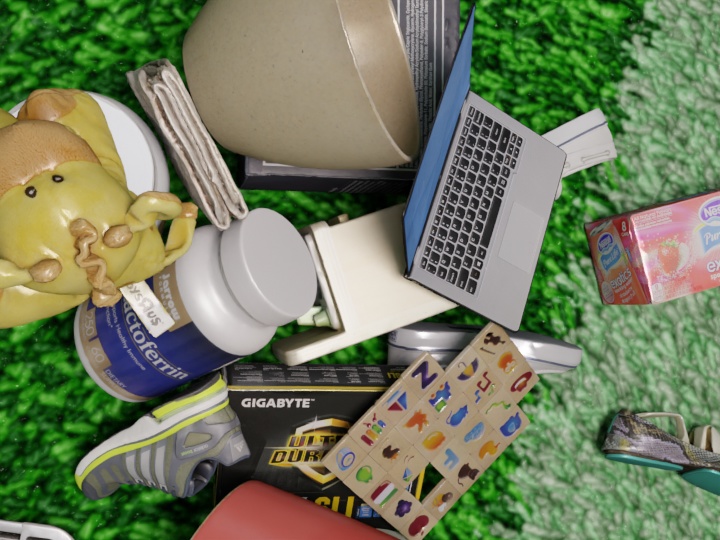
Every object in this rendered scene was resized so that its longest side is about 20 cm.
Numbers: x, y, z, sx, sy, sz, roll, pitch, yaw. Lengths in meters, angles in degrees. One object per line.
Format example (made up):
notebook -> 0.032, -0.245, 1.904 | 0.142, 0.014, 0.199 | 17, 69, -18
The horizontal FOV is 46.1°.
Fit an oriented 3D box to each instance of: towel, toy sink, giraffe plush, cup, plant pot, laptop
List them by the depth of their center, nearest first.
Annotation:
giraffe plush -> -0.193, -0.030, 0.533 | 0.200, 0.162, 0.173 | 38, 81, -9
cup -> -0.051, -0.162, 0.656 | 0.142, 0.200, 0.202 | -14, 92, 18
plant pot -> -0.056, 0.281, 0.697 | 0.176, 0.201, 0.201 | 29, 81, 17
towel -> -0.148, -0.107, 0.698 | 0.034, 0.200, 0.133 | -28, 109, -10
laptop -> 0.112, -0.074, 0.706 | 0.199, 0.116, 0.189 | 26, 72, -23
toy sink -> 0.000, 0.000, 0.802 | 0.198, 0.130, 0.113 | -19, 93, -12

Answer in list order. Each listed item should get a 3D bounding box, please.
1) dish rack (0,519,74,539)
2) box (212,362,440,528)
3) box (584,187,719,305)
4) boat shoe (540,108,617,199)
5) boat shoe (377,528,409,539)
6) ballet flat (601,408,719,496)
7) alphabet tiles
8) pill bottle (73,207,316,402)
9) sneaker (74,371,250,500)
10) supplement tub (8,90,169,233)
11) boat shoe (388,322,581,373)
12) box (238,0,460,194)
dish rack -> -0.361, 0.299, 0.751 | 0.198, 0.044, 0.173 | 12, 86, -13
box -> -0.037, 0.168, 0.798 | 0.198, 0.049, 0.161 | 3, 115, -13
box -> 0.357, -0.032, 0.901 | 0.198, 0.103, 0.096 | -15, 92, -12
boat shoe -> 0.184, -0.100, 0.877 | 0.199, 0.074, 0.066 | -29, 91, -11
boat shoe -> 0.058, 0.318, 0.830 | 0.200, 0.070, 0.072 | 27, 121, -19
ballet flat -> 0.354, 0.194, 0.913 | 0.199, 0.072, 0.073 | 20, 84, -14
alphabet tiles -> 0.078, 0.145, 0.784 | 0.200, 0.008, 0.167 | -46, 126, -6
pill bottle -> -0.141, 0.030, 0.726 | 0.199, 0.116, 0.116 | -26, 95, 29
sneaker -> -0.176, 0.166, 0.737 | 0.081, 0.199, 0.074 | 58, 33, 4
supplement tub -> -0.234, -0.067, 0.711 | 0.143, 0.200, 0.146 | 0, 88, -13
boat shoe -> 0.124, 0.093, 0.858 | 0.198, 0.074, 0.066 | 6, 96, -3
box -> -0.016, -0.179, 0.805 | 0.196, 0.123, 0.202 | 1, 89, -13
